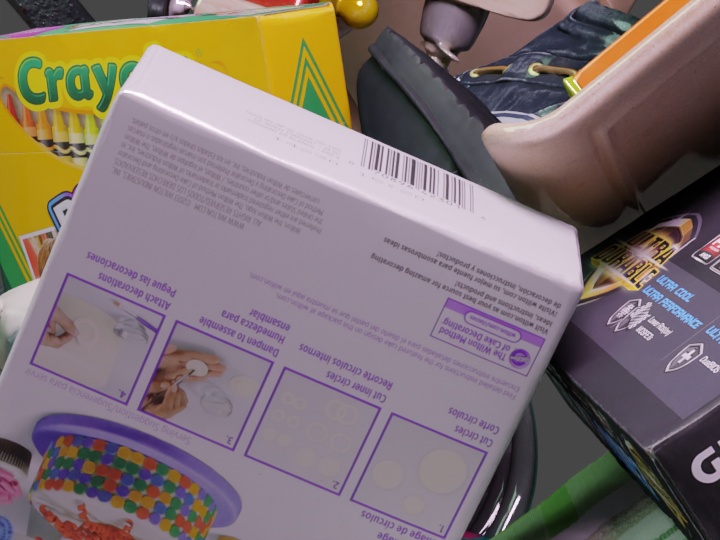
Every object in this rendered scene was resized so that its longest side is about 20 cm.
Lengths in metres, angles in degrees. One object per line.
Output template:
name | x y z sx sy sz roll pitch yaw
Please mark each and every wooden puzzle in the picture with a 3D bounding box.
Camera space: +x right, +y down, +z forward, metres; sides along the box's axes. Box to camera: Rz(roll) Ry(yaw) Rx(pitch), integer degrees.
wooden puzzle | 0.137 -0.074 0.765 0.200 0.037 0.185 -35 -21 3

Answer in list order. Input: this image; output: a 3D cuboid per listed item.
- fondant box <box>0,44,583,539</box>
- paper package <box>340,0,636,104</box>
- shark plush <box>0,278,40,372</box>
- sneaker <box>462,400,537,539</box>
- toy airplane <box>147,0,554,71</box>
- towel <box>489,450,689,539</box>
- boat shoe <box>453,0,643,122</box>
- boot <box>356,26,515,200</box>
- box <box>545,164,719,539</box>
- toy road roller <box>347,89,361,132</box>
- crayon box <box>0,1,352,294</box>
fondant box | -0.039 0.053 0.706 0.058 0.144 0.201 -82 16 -71
paper package | 0.036 -0.183 1.317 0.200 0.191 0.104 -26 17 44
shark plush | -0.115 0.040 1.000 0.091 0.084 0.200 -21 1 -20
sneaker | -0.008 0.091 0.806 0.200 0.084 0.121 -53 15 -11
toy airplane | -0.026 -0.171 1.180 0.198 0.201 0.141 -25 -22 0
towel | 0.076 0.100 0.657 0.149 0.031 0.200 -37 11 9
boat shoe | 0.081 -0.077 1.111 0.091 0.071 0.200 -49 21 -10
boot | 0.000 0.000 0.970 0.168 0.076 0.200 -47 30 9
box | 0.151 -0.010 0.678 0.198 0.050 0.200 -35 12 0
toy road roller | -0.035 -0.033 1.214 0.146 0.123 0.200 -6 35 43
crayon box | -0.090 -0.031 1.090 0.199 0.173 0.058 0 14 40
